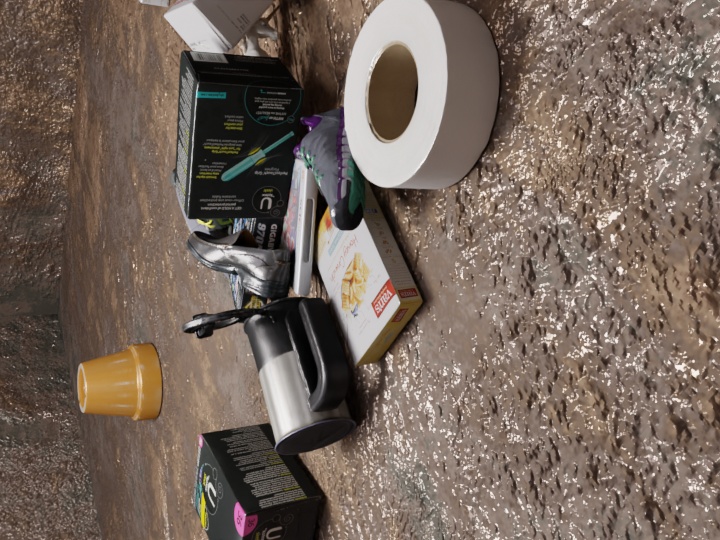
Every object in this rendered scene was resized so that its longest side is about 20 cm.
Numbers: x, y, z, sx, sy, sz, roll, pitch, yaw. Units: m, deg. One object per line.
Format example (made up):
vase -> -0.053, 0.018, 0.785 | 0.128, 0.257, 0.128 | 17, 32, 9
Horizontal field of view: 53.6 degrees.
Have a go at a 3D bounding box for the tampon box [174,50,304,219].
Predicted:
tampon box -> -0.180, -0.191, 1.020 | 0.127, 0.148, 0.202 | -122, 38, -49

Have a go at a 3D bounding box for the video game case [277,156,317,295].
video game case -> -0.101, -0.077, 1.056 | 0.200, 0.023, 0.185 | -143, 56, -68

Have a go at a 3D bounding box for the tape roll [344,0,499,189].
tape roll -> 0.059, -0.190, 0.773 | 0.202, 0.070, 0.205 | 7, 99, 59

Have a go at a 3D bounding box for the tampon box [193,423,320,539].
tampon box -> -0.170, 0.365, 1.122 | 0.200, 0.125, 0.152 | 39, 125, 51

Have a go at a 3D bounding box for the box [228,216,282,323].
box -> -0.177, -0.039, 1.167 | 0.159, 0.045, 0.202 | -117, 35, -54

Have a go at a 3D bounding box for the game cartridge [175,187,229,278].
game cartridge -> -0.288, -0.089, 1.325 | 0.041, 0.133, 0.201 | -32, 53, 6

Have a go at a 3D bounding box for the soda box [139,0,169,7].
soda box -> -0.515, -0.696, 1.712 | 0.200, 0.067, 0.064 | 51, 133, 45

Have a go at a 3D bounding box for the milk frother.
milk frother -> -0.122, 0.138, 0.958 | 0.181, 0.198, 0.190 | 102, 152, -58

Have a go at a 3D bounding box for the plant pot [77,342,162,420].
plant pot -> -0.634, 0.298, 1.859 | 0.199, 0.181, 0.203 | 6, 98, 59

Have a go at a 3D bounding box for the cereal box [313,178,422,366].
cereal box -> 0.000, 0.000, 0.913 | 0.144, 0.039, 0.202 | -59, 44, 45

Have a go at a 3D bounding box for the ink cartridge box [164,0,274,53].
ink cartridge box -> -0.181, -0.420, 1.051 | 0.201, 0.084, 0.144 | -53, 31, -12

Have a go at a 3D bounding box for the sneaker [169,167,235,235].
sneaker -> -0.249, -0.111, 1.189 | 0.074, 0.200, 0.086 | 19, 87, 27

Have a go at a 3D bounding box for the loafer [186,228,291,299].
loafer -> -0.176, -0.027, 1.048 | 0.198, 0.073, 0.073 | 24, 104, 28

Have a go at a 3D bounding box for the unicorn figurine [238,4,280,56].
unicorn figurine -> -0.159, -0.304, 1.123 | 0.137, 0.074, 0.201 | 46, 112, 20

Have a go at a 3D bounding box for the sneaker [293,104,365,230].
sneaker -> -0.040, -0.122, 0.873 | 0.075, 0.086, 0.202 | 71, -164, -47
